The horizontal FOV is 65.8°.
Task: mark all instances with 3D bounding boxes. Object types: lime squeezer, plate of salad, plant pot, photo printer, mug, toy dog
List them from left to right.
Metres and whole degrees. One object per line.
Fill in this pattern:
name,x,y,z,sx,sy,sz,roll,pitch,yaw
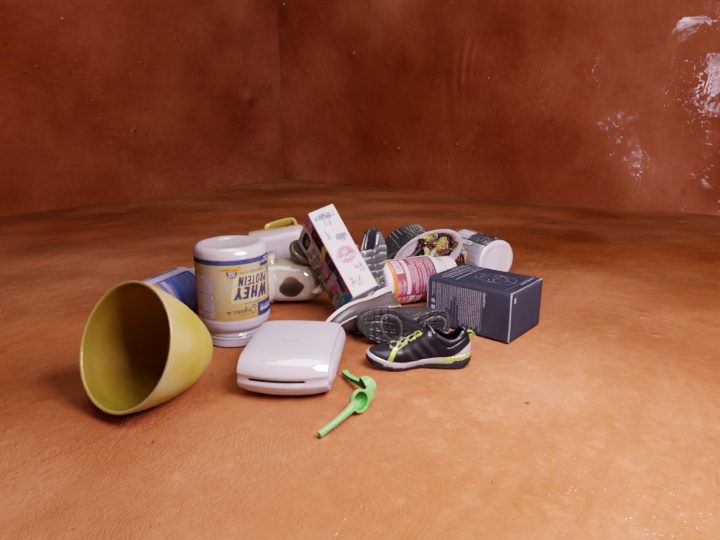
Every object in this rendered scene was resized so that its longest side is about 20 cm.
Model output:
plant pot,-0.323,0.127,0.894,0.200,0.200,0.142,9,-7,30
toy dog,-0.196,0.033,1.317,0.200,0.140,0.194,-11,38,-31
mug,-0.203,-0.068,1.473,0.153,0.187,0.149,-17,-14,3
photo printer,-0.118,0.150,0.968,0.166,0.070,0.200,1,16,5
lime squeezer,-0.013,0.194,0.872,0.071,0.038,0.200,2,17,8
plate of salad,0.177,-0.029,1.445,0.200,0.200,0.048,-6,51,-21

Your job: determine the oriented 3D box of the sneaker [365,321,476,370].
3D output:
sneaker,0.108,0.130,1.014,0.200,0.083,0.072,-1,15,-5

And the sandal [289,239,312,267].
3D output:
sandal,-0.072,-0.041,1.320,0.200,0.054,0.080,15,37,-21

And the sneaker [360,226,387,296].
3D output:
sneaker,0.000,0.000,1.280,0.075,0.200,0.115,-7,8,-40

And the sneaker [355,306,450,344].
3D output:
sneaker,0.080,0.107,1.143,0.200,0.076,0.091,4,7,-20

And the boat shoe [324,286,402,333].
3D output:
boat shoe,0.008,0.096,1.162,0.201,0.072,0.061,-24,66,-37

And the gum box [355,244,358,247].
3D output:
gum box,-0.086,-0.029,1.521,0.066,0.114,0.200,-10,19,-32

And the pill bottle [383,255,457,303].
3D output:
pill bottle,0.132,0.021,1.353,0.200,0.110,0.110,-7,17,-23

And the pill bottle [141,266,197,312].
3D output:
pill bottle,-0.414,0.056,1.230,0.112,0.112,0.200,6,16,20

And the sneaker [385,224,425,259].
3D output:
sneaker,0.101,-0.042,1.494,0.076,0.199,0.114,54,11,31

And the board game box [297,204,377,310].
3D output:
board game box,-0.054,-0.019,1.203,0.064,0.200,0.148,-26,-11,-22

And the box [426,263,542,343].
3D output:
box,0.267,0.064,1.203,0.200,0.107,0.148,12,20,40

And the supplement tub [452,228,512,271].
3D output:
supplement tub,0.322,-0.049,1.576,0.122,0.123,0.200,-8,17,-25

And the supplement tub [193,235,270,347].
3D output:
supplement tub,-0.257,0.039,1.122,0.144,0.200,0.144,0,16,0
